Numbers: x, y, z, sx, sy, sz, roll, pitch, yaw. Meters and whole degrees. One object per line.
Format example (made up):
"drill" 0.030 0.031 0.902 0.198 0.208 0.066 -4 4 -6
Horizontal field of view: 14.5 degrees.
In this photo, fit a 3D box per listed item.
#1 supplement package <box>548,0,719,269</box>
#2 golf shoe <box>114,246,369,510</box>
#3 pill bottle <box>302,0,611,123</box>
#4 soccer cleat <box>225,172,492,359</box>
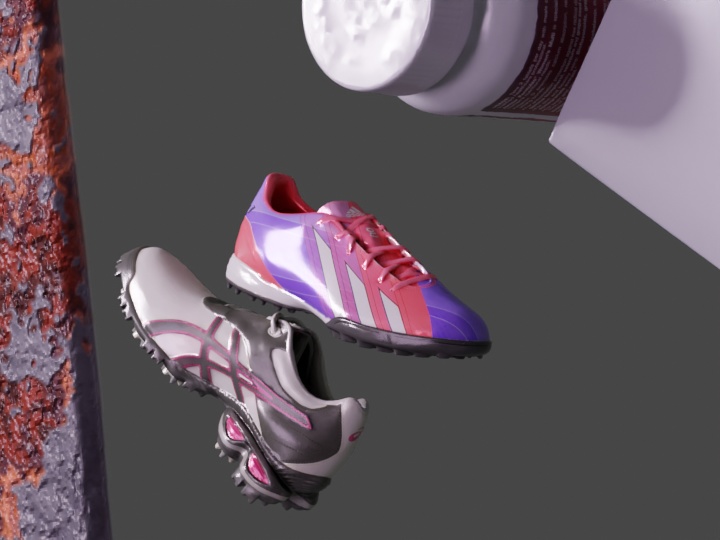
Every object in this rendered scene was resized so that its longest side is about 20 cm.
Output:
"supplement package" 0.219 -0.079 1.383 0.200 0.111 0.156 40 116 38
"golf shoe" -0.068 0.049 1.698 0.088 0.077 0.200 -47 65 18
"pill bottle" 0.071 -0.133 1.465 0.109 0.200 0.110 -1 89 44
"soccer cleat" 0.000 0.000 1.629 0.200 0.068 0.073 21 100 45
